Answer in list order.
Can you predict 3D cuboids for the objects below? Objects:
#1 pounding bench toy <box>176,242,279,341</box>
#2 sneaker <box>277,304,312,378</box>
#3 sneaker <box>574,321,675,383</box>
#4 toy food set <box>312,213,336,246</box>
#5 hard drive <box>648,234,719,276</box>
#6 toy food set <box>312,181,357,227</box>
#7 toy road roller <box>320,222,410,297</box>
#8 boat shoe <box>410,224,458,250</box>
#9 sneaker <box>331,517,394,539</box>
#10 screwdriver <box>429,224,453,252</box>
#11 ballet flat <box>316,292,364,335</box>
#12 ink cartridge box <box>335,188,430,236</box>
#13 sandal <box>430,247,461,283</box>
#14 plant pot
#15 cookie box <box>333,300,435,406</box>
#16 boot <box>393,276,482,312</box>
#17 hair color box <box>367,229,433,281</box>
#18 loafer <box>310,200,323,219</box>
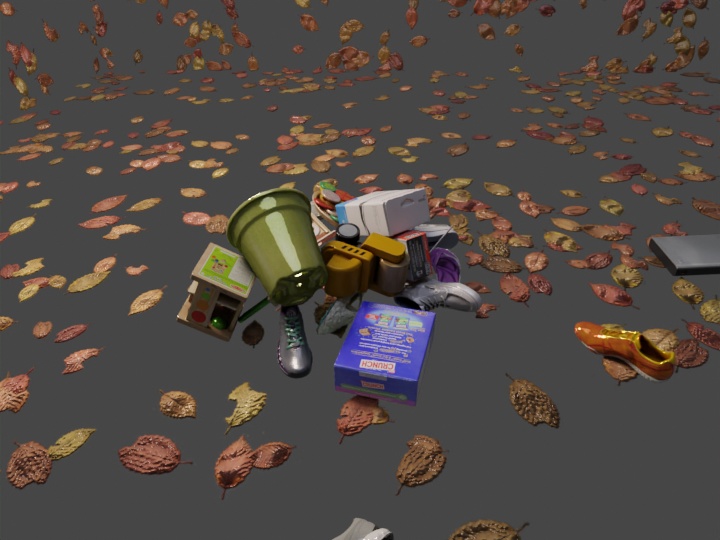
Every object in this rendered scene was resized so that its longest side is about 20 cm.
[{"bbox_3d":[-0.284,0.070,1.181,0.197,0.157,0.125,24,33,-10],"label":"pounding bench toy"},{"bbox_3d":[-0.148,0.135,1.118,0.073,0.089,0.201,-10,35,-10],"label":"sneaker"},{"bbox_3d":[0.530,0.144,1.062,0.198,0.078,0.073,25,45,37],"label":"sneaker"},{"bbox_3d":[-0.175,-0.120,1.461,0.142,0.061,0.200,-33,53,-16],"label":"toy food set"},{"bbox_3d":[0.859,-0.040,1.332,0.195,0.033,0.141,-3,35,1],"label":"hard drive"},{"bbox_3d":[-0.051,-0.176,1.516,0.195,0.049,0.202,20,30,-23],"label":"toy food set"},{"bbox_3d":[0.000,0.000,1.177,0.196,0.125,0.147,19,43,14],"label":"toy road roller"},{"bbox_3d":[0.162,-0.097,1.433,0.197,0.076,0.087,-9,35,-13],"label":"boat shoe"},{"bbox_3d":[-0.038,0.425,0.725,0.078,0.076,0.199,15,32,39],"label":"sneaker"},{"bbox_3d":[0.182,-0.056,1.367,0.029,0.028,0.201,39,66,-4],"label":"screwdriver"},{"bbox_3d":[-0.034,0.082,1.207,0.070,0.073,0.201,10,37,18],"label":"ballet flat"},{"bbox_3d":[0.054,-0.144,1.311,0.143,0.086,0.198,-23,17,-33],"label":"ink cartridge box"},{"bbox_3d":[0.217,-0.010,1.326,0.080,0.051,0.204,-4,35,-2],"label":"sandal"},{"bbox_3d":[-0.161,-0.036,1.118,0.197,0.202,0.186,-18,61,-21],"label":"plant pot"},{"bbox_3d":[0.053,0.163,1.074,0.167,0.077,0.201,8,36,15],"label":"cookie box"},{"bbox_3d":[0.172,0.073,1.208,0.197,0.075,0.095,15,44,38],"label":"boot"},{"bbox_3d":[0.092,-0.044,1.286,0.060,0.104,0.199,-18,17,-22],"label":"hair color box"},{"bbox_3d":[-0.186,-0.155,1.569,0.196,0.063,0.073,-15,69,-11],"label":"loafer"}]
